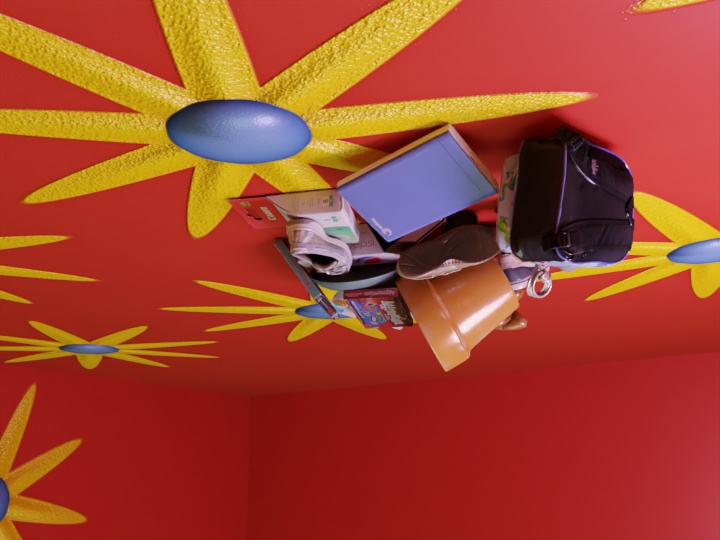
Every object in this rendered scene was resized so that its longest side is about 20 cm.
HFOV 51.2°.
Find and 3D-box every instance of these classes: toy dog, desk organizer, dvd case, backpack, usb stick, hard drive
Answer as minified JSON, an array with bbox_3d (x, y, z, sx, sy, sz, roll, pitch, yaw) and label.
[{"bbox_3d":[0.303,-0.060,1.334,0.132,0.096,0.200,-38,128,-4],"label":"toy dog"},{"bbox_3d":[0.069,-0.089,1.271,0.077,0.072,0.200,6,163,-17],"label":"desk organizer"},{"bbox_3d":[-0.107,0.022,1.544,0.022,0.146,0.200,-37,163,-1],"label":"dvd case"},{"bbox_3d":[0.296,-0.095,1.079,0.199,0.184,0.147,5,180,-40],"label":"backpack"},{"bbox_3d":[0.178,-0.066,1.430,0.055,0.033,0.200,-8,165,-6],"label":"usb stick"},{"bbox_3d":[0.082,-0.122,1.099,0.199,0.025,0.132,-23,130,33],"label":"hard drive"}]

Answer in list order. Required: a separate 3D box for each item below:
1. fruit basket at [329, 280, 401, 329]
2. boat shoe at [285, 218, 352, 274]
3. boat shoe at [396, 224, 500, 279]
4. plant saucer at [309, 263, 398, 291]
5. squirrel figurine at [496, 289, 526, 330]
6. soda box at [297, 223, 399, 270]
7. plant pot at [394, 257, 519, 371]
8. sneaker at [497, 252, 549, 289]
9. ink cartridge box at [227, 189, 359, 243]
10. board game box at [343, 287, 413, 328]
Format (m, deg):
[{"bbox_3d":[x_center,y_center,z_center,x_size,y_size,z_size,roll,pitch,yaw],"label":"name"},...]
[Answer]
[{"bbox_3d":[0.034,0.075,1.606,0.184,0.094,0.200,16,146,-12],"label":"fruit basket"},{"bbox_3d":[-0.072,-0.028,1.312,0.074,0.065,0.202,-6,159,18],"label":"boat shoe"},{"bbox_3d":[0.153,-0.032,1.329,0.199,0.074,0.066,-13,174,-15],"label":"boat shoe"},{"bbox_3d":[0.000,0.000,1.463,0.199,0.028,0.200,-9,-163,3],"label":"plant saucer"},{"bbox_3d":[0.257,0.046,1.651,0.199,0.142,0.187,-9,156,17],"label":"squirrel figurine"},{"bbox_3d":[-0.017,-0.046,1.428,0.199,0.064,0.068,-5,164,15],"label":"soda box"},{"bbox_3d":[0.191,0.060,1.424,0.183,0.201,0.200,-30,161,3],"label":"plant pot"},{"bbox_3d":[0.336,-0.019,1.546,0.078,0.080,0.200,-13,-174,27],"label":"sneaker"},{"bbox_3d":[-0.113,-0.086,1.313,0.199,0.050,0.161,-6,163,9],"label":"ink cartridge box"},{"bbox_3d":[0.039,0.077,1.464,0.102,0.020,0.200,-5,159,12],"label":"board game box"}]
